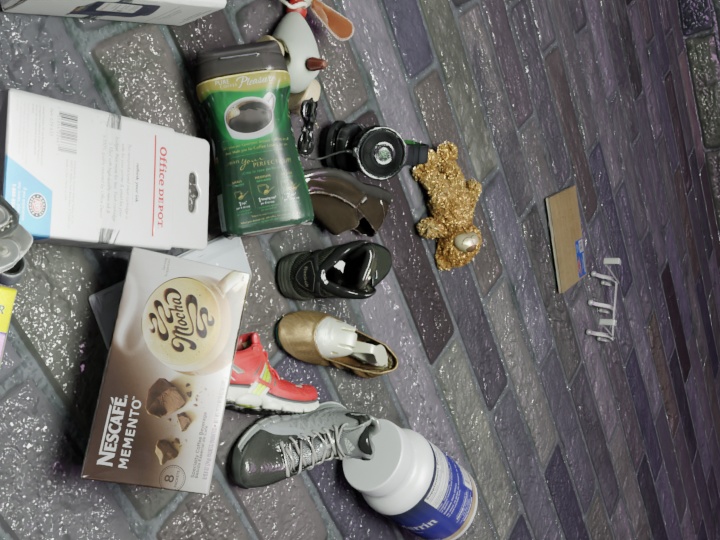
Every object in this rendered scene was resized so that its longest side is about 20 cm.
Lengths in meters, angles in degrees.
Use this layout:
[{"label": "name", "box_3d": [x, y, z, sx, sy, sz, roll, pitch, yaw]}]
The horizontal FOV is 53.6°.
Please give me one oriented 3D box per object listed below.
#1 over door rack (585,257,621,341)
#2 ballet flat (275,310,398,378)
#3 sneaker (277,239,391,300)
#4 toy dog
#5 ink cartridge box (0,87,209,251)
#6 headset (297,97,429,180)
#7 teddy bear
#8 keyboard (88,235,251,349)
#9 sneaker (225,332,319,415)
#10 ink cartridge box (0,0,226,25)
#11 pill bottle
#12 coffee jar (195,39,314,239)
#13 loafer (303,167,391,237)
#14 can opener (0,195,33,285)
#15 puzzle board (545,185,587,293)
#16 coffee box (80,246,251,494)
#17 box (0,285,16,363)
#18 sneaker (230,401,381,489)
[{"label": "over door rack", "box_3d": [0.540, 0.067, 1.586, 0.200, 0.065, 0.150, 42, 54, -66]}, {"label": "ballet flat", "box_3d": [-0.018, 0.097, 0.906, 0.199, 0.072, 0.069, 32, 64, -45]}, {"label": "sneaker", "box_3d": [0.000, 0.000, 0.904, 0.198, 0.113, 0.078, -5, 93, -53]}, {"label": "toy dog", "box_3d": [-0.064, -0.293, 0.852, 0.131, 0.095, 0.204, 1, 87, -51]}, {"label": "ink cartridge box", "box_3d": [-0.237, -0.079, 0.650, 0.198, 0.066, 0.118, 6, 83, -50]}, {"label": "headset", "box_3d": [0.001, -0.167, 0.905, 0.198, 0.123, 0.096, -9, 109, -42]}, {"label": "teddy bear", "box_3d": [0.143, -0.101, 1.120, 0.144, 0.066, 0.204, -8, 93, -48]}, {"label": "keyboard", "box_3d": [-0.191, 0.015, 0.749, 0.199, 0.011, 0.057, -32, 117, -47]}, {"label": "sneaker", "box_3d": [-0.114, 0.113, 0.787, 0.199, 0.076, 0.086, 25, 64, -48]}, {"label": "ink cartridge box", "box_3d": [-0.233, -0.314, 0.655, 0.199, 0.083, 0.147, -18, 102, -51]}, {"label": "pill bottle", "box_3d": [0.068, 0.285, 0.968, 0.200, 0.114, 0.117, 44, 56, -39]}, {"label": "coffee jar", "box_3d": [-0.115, -0.141, 0.770, 0.102, 0.085, 0.204, -10, 93, -7]}, {"label": "loafer", "box_3d": [-0.027, -0.082, 0.903, 0.198, 0.072, 0.073, 9, 83, -49]}, {"label": "can opener", "box_3d": [-0.324, -0.067, 0.520, 0.200, 0.067, 0.053, 45, 49, 0]}, {"label": "puzzle board", "box_3d": [0.440, -0.069, 1.524, 0.150, 0.017, 0.204, -24, 107, -50]}, {"label": "coffee box", "box_3d": [-0.179, 0.093, 0.661, 0.111, 0.080, 0.204, 14, 79, -18]}, {"label": "box", "box_3d": [-0.353, 0.092, 0.474, 0.175, 0.096, 0.204, 21, 71, -48]}, {"label": "sneaker", "box_3d": [-0.048, 0.200, 0.829, 0.199, 0.114, 0.076, -16, 100, -50]}]
